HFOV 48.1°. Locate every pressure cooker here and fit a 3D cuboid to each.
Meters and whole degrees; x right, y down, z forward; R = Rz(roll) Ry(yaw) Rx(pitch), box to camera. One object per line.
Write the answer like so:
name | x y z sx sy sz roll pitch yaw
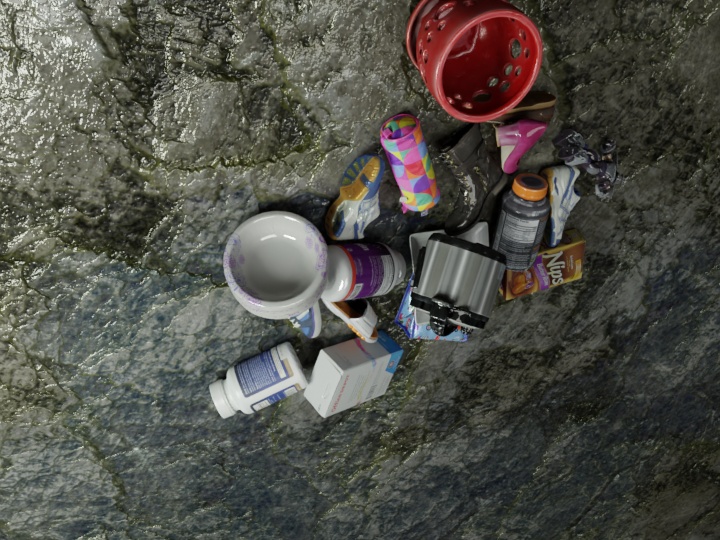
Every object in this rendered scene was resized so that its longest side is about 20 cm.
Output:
pressure cooker | 0.193 0.038 1.652 0.175 0.178 0.202 17 91 -30

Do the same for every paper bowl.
paper bowl | -0.158 -0.005 1.554 0.199 0.202 0.105 -19 159 -7

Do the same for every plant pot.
plant pot | 0.188 -0.384 1.393 0.199 0.183 0.202 -11 130 -13

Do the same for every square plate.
square plate | 0.195 0.004 1.761 0.197 0.028 0.202 -10 103 -23

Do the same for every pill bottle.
pill bottle | 0.000 0.000 1.654 0.199 0.112 0.113 -6 133 -46
pill bottle | -0.226 0.246 1.781 0.199 0.111 0.111 -25 132 -2
pill bottle | 0.346 -0.107 1.735 0.105 0.107 0.201 -6 129 -17

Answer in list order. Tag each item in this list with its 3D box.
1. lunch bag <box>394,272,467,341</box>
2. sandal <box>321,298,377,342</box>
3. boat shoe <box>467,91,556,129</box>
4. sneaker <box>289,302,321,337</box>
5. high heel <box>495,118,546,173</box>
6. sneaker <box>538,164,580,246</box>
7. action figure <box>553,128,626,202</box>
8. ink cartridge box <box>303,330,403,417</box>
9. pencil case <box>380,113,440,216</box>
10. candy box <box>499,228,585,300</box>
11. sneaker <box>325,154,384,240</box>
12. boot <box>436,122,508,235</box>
lunch bag | 0.181 0.048 1.820 0.149 0.094 0.202 5 109 -25
sandal | -0.011 0.086 1.762 0.059 0.079 0.206 -38 129 14
boat shoe | 0.292 -0.303 1.577 0.198 0.071 0.071 -6 128 -18
sneaker | -0.164 0.072 1.677 0.145 0.081 0.201 -17 128 -18
high heel | 0.323 -0.244 1.591 0.095 0.068 0.200 -4 160 14
sneaker | 0.442 -0.139 1.769 0.087 0.075 0.201 -17 132 -9
action figure | 0.496 -0.223 1.701 0.199 0.131 0.069 23 150 -31
ink cartridge box | -0.016 0.232 1.829 0.199 0.085 0.145 -14 136 -44
pencil case | 0.097 -0.203 1.572 0.088 0.089 0.201 -23 131 -3
candy box | 0.418 -0.015 1.873 0.198 0.057 0.117 -17 131 -11
sneaker | 0.005 -0.144 1.586 0.088 0.076 0.201 3 135 -35
boot | 0.202 -0.189 1.628 0.200 0.069 0.174 -52 130 -7
